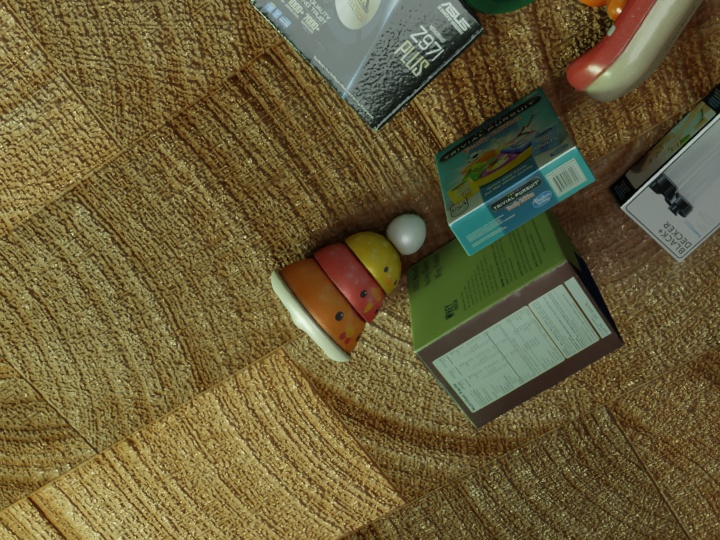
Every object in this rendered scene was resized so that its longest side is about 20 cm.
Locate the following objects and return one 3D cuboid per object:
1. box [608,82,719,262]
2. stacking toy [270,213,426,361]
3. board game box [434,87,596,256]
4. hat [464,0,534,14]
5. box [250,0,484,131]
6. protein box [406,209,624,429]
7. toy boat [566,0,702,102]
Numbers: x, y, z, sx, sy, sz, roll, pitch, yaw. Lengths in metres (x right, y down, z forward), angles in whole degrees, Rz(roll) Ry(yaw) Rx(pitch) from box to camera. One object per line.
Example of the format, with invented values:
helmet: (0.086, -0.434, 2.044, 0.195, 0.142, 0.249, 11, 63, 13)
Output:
box: (0.413, -0.121, 1.063, 0.116, 0.060, 0.200, 38, 112, -18)
stacking toy: (0.000, 0.000, 1.105, 0.200, 0.146, 0.146, -42, 112, 2)
board game box: (0.162, -0.116, 0.986, 0.150, 0.201, 0.047, -32, 114, 15)
hat: (0.142, -0.405, 0.934, 0.164, 0.177, 0.201, -16, 153, -25)
box: (0.008, -0.284, 0.962, 0.163, 0.086, 0.200, -40, 111, 18)
protein box: (0.175, 0.042, 1.069, 0.199, 0.199, 0.135, -33, 113, 16)
toy boat: (0.283, -0.287, 0.958, 0.130, 0.130, 0.201, 37, 115, 14)
